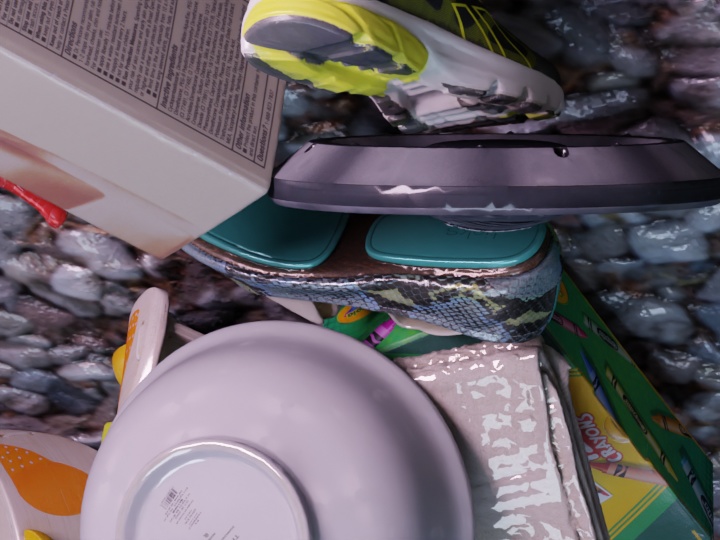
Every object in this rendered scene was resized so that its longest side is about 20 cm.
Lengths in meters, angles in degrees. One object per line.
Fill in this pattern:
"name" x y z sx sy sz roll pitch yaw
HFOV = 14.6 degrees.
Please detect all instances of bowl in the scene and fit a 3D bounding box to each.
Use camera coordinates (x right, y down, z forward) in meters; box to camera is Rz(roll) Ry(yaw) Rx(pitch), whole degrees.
"bowl" -0.053 0.124 1.310 0.201 0.201 0.090 -3 178 18

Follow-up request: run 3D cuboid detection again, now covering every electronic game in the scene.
"electronic game" 0.059 -0.038 1.226 0.200 0.042 0.200 -1 -175 0

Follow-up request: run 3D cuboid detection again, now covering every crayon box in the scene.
"crayon box" 0.081 0.077 1.425 0.119 0.058 0.200 -22 128 26

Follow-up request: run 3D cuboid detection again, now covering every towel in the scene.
"towel" 0.016 0.107 1.370 0.200 0.034 0.133 -10 105 18

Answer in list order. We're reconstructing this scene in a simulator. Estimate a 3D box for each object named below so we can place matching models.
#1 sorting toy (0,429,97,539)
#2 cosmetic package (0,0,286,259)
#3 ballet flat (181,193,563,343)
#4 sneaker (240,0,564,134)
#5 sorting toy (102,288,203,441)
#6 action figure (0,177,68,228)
"sorting toy" -0.136 0.198 1.615 0.180 0.200 0.107 0 -166 -35
"cosmetic package" -0.135 -0.099 1.204 0.200 0.103 0.087 30 141 -28
"ballet flat" 0.000 0.000 1.328 0.200 0.074 0.074 10 151 25
"sneaker" 0.026 -0.111 1.177 0.074 0.085 0.200 -6 167 32
"sorting toy" -0.068 0.135 1.456 0.200 0.180 0.107 26 151 -31
"action figure" -0.202 -0.095 1.276 0.200 0.052 0.065 33 135 -26
